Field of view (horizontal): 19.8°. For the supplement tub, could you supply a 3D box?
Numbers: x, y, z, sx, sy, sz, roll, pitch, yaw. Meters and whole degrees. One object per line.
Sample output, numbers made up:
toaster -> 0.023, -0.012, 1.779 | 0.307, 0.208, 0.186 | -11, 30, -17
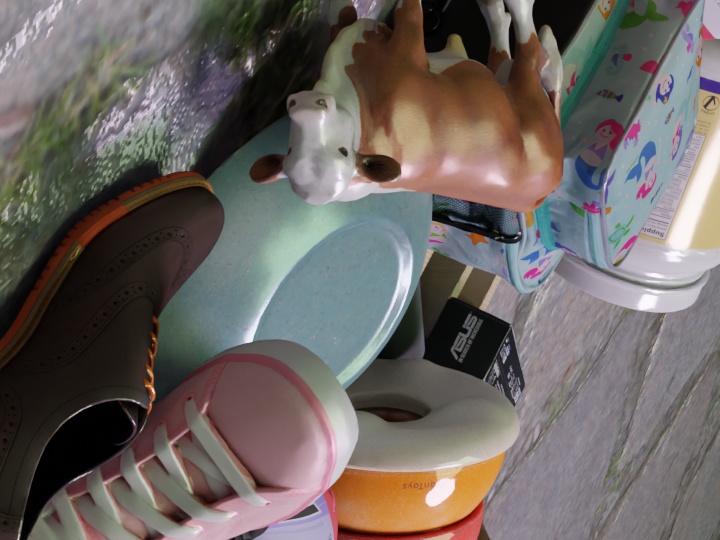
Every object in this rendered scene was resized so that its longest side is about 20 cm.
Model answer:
supplement tub -> 0.208, -0.088, 1.412 | 0.145, 0.145, 0.200 | -34, 146, -56

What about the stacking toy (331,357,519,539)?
stacking toy -> 0.009, 0.158, 1.142 | 0.146, 0.146, 0.200 | -27, 123, -61

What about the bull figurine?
bull figurine -> 0.026, -0.082, 0.940 | 0.200, 0.065, 0.122 | 9, 82, -51

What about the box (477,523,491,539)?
box -> 0.060, 0.239, 1.227 | 0.200, 0.021, 0.164 | -122, -142, -87

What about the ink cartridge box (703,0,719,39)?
ink cartridge box -> 0.218, -0.206, 1.112 | 0.145, 0.200, 0.084 | 49, 63, -29

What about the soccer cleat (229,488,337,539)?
soccer cleat -> -0.046, 0.109, 1.005 | 0.073, 0.068, 0.200 | -34, 147, -24

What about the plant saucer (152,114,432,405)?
plant saucer -> -0.025, 0.012, 0.997 | 0.201, 0.039, 0.201 | -34, 144, -29

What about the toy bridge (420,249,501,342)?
toy bridge -> 0.046, 0.014, 1.300 | 0.067, 0.027, 0.200 | -62, 162, 0

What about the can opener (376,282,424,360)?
can opener -> 0.000, 0.000, 1.137 | 0.066, 0.053, 0.200 | -27, 154, -5

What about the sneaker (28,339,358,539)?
sneaker -> -0.090, 0.100, 0.856 | 0.200, 0.075, 0.105 | -27, -170, 44

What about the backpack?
backpack -> 0.103, -0.085, 1.139 | 0.178, 0.150, 0.200 | -58, 166, -25

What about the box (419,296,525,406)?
box -> 0.048, 0.115, 1.303 | 0.160, 0.044, 0.200 | -63, 168, -8

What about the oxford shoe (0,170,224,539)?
oxford shoe -> -0.106, 0.037, 0.838 | 0.200, 0.073, 0.071 | -51, 158, -34
